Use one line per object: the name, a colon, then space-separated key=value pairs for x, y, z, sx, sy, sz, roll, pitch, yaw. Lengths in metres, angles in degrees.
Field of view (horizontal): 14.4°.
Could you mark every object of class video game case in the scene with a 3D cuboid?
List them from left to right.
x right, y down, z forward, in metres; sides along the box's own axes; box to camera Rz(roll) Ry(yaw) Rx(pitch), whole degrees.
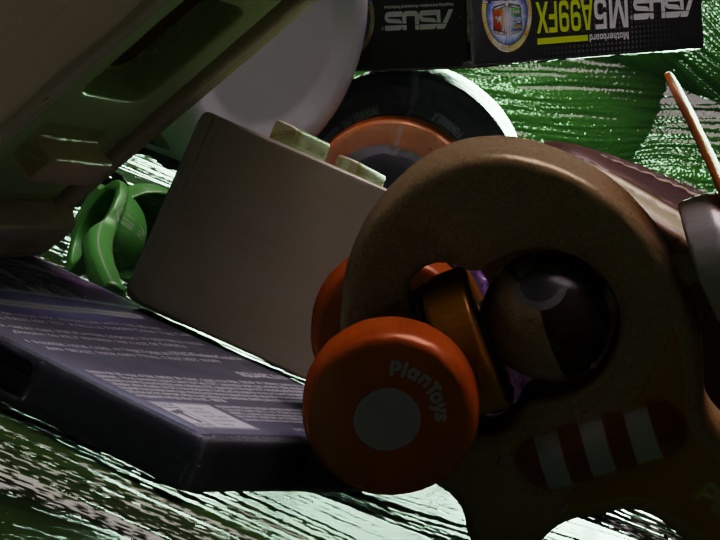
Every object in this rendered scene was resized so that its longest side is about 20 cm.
video game case: x=-0.094 y=0.016 z=0.814 sx=0.200 sy=0.019 sz=0.143 roll=24 pitch=6 yaw=25

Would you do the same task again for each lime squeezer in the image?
lime squeezer: x=-0.075 y=-0.002 z=0.992 sx=0.071 sy=0.038 sz=0.200 roll=53 pitch=12 yaw=14

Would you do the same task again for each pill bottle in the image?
pill bottle: x=-0.105 y=-0.116 z=1.144 sx=0.200 sy=0.116 sz=0.116 roll=20 pitch=4 yaw=38
pill bottle: x=0.017 y=-0.033 z=1.211 sx=0.106 sy=0.106 sz=0.200 roll=22 pitch=7 yaw=1

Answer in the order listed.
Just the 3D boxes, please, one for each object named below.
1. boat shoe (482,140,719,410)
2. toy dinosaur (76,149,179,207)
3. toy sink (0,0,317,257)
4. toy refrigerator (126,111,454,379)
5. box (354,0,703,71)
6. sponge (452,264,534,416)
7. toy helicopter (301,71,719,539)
boat shoe: x=0.124 y=0.017 z=0.847 sx=0.200 sy=0.072 sz=0.072 roll=31 pitch=42 yaw=-8
toy dinosaur: x=-0.073 y=-0.030 z=1.169 sx=0.088 sy=0.047 sz=0.200 roll=28 pitch=9 yaw=-5
toy sink: x=-0.110 y=-0.074 z=0.827 sx=0.112 sy=0.200 sz=0.130 roll=53 pitch=10 yaw=8
toy refrigerator: x=0.000 y=0.000 z=0.950 sx=0.076 sy=0.070 sz=0.200 roll=24 pitch=2 yaw=17
box: x=0.020 y=-0.109 z=1.218 sx=0.200 sy=0.044 sz=0.160 roll=2 pitch=8 yaw=41
sponge: x=0.069 y=0.019 z=0.947 sx=0.030 sy=0.112 sz=0.200 roll=-14 pitch=-3 yaw=13
toy helicopter: x=0.087 y=0.038 z=0.780 sx=0.200 sy=0.132 sz=0.079 roll=40 pitch=14 yaw=-11
